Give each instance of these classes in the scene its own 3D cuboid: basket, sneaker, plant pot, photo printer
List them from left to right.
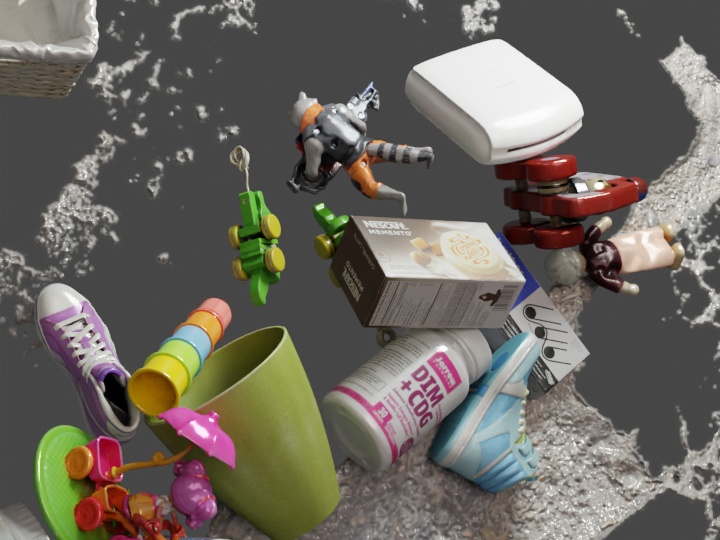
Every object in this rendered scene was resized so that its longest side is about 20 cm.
[{"bbox_3d":[-0.413,-0.310,1.482,0.197,0.161,0.202,1,73,-22],"label":"basket"},{"bbox_3d":[-0.294,0.094,1.436,0.072,0.114,0.201,-27,85,-25],"label":"sneaker"},{"bbox_3d":[-0.112,0.197,1.459,0.187,0.187,0.201,-38,105,-27],"label":"plant pot"},{"bbox_3d":[0.179,-0.216,1.689,0.166,0.070,0.200,-21,46,-25],"label":"photo printer"},{"bbox_3d":[0.190,0.186,1.615,0.130,0.080,0.200,38,84,-9],"label":"sneaker"}]

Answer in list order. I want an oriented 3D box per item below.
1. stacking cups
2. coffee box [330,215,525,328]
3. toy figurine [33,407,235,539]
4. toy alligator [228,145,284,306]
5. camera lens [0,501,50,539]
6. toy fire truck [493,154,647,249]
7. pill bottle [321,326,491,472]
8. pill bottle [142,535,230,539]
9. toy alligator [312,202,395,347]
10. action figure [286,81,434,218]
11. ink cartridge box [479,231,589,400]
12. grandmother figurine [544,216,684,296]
[{"bbox_3d":[-0.199,0.087,1.457,0.060,0.061,0.200,39,28,-7],"label":"stacking cups"},{"bbox_3d":[0.079,0.003,1.543,0.199,0.080,0.115,2,38,-30],"label":"coffee box"},{"bbox_3d":[-0.209,0.221,1.312,0.150,0.183,0.201,32,38,-59],"label":"toy figurine"},{"bbox_3d":[-0.125,-0.052,1.584,0.054,0.059,0.202,20,58,-61],"label":"toy alligator"},{"bbox_3d":[-0.399,0.343,1.293,0.199,0.160,0.161,-27,86,-27],"label":"camera lens"},{"bbox_3d":[0.277,-0.100,1.682,0.167,0.200,0.113,-13,101,-20],"label":"toy fire truck"},{"bbox_3d":[0.059,0.140,1.564,0.200,0.113,0.114,-38,91,-27],"label":"pill bottle"},{"bbox_3d":[-0.170,0.335,1.353,0.111,0.199,0.112,9,77,-45],"label":"pill bottle"},{"bbox_3d":[0.000,0.000,1.606,0.059,0.054,0.201,-26,85,-25],"label":"toy alligator"},{"bbox_3d":[0.002,-0.173,1.635,0.192,0.105,0.201,26,61,2],"label":"action figure"},{"bbox_3d":[0.201,0.059,1.684,0.094,0.044,0.201,-36,89,-28],"label":"ink cartridge box"},{"bbox_3d":[0.341,-0.015,1.760,0.199,0.061,0.122,-8,50,-21],"label":"grandmother figurine"}]
